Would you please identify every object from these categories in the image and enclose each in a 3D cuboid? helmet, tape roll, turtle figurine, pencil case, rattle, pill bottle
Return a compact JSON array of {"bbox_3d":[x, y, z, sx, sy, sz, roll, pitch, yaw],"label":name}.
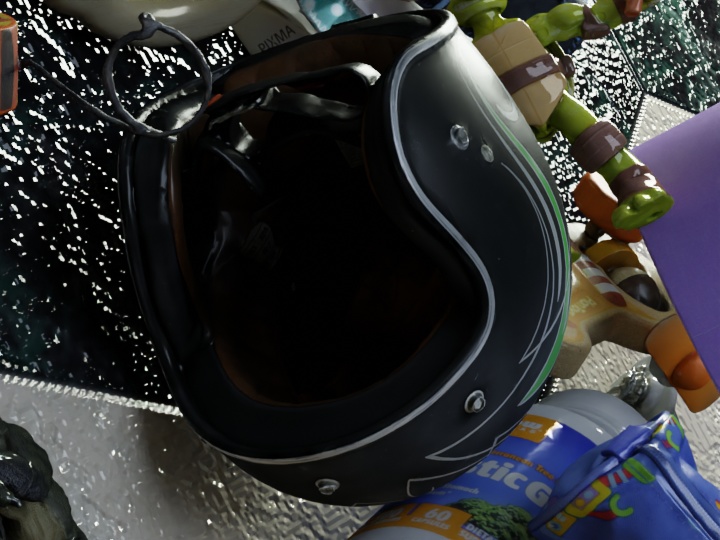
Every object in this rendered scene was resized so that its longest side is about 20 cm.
[{"bbox_3d":[0.000,0.000,0.863,0.200,0.199,0.191,-39,116,-54],"label":"helmet"},{"bbox_3d":[0.208,0.014,1.035,0.200,0.065,0.200,57,15,-24],"label":"tape roll"},{"bbox_3d":[0.072,-0.080,0.973,0.064,0.199,0.162,76,-10,-77],"label":"turtle figurine"},{"bbox_3d":[0.161,0.145,0.810,0.200,0.087,0.078,45,53,11],"label":"pencil case"},{"bbox_3d":[-0.077,-0.180,0.973,0.199,0.131,0.143,-5,26,-36],"label":"rattle"},{"bbox_3d":[0.069,0.129,0.917,0.112,0.112,0.200,58,36,-3],"label":"pill bottle"}]

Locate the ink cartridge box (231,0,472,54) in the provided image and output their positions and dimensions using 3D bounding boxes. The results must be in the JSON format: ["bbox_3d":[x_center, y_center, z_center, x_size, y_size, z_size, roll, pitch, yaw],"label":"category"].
[{"bbox_3d":[-0.022,-0.168,1.069,0.200,0.057,0.163,56,36,-13],"label":"ink cartridge box"}]

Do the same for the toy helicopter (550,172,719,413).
[{"bbox_3d":[0.126,0.026,1.027,0.132,0.079,0.200,41,23,13],"label":"toy helicopter"}]

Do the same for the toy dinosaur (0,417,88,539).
[{"bbox_3d":[-0.129,0.082,0.722,0.088,0.047,0.201,-91,165,-56],"label":"toy dinosaur"}]

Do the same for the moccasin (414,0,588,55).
[{"bbox_3d":[0.031,-0.165,1.039,0.200,0.081,0.068,32,27,-9],"label":"moccasin"}]

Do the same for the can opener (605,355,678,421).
[{"bbox_3d":[0.147,0.120,1.066,0.066,0.053,0.200,46,38,-20],"label":"can opener"}]

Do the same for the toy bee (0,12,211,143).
[{"bbox_3d":[-0.176,-0.073,0.776,0.199,0.131,0.109,20,10,-21],"label":"toy bee"}]
